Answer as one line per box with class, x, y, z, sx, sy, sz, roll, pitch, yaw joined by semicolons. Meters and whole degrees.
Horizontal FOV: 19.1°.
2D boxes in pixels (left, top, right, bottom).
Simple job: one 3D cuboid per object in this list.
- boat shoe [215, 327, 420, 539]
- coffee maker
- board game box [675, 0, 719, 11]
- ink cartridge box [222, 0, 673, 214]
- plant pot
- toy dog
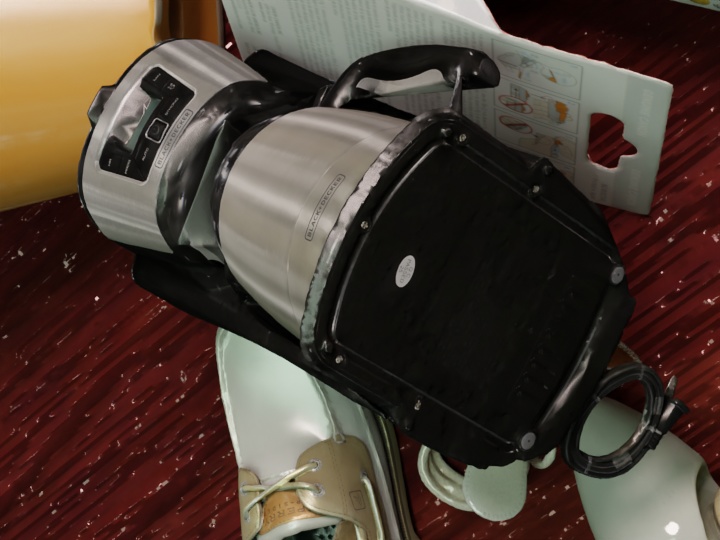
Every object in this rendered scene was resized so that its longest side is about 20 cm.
boat shoe;-0.020;0.108;1.012;0.075;0.068;0.201;-26;89;27
coffee maker;0.000;0.000;0.877;0.200;0.135;0.193;27;153;53
board game box;0.089;-0.196;0.862;0.199;0.064;0.148;15;76;21
ink cartridge box;0.038;-0.098;0.898;0.199;0.160;0.047;20;75;10
plant pot;-0.164;-0.109;0.981;0.182;0.200;0.201;-2;101;9
toy dog;0.100;0.087;0.929;0.199;0.096;0.132;29;111;21
